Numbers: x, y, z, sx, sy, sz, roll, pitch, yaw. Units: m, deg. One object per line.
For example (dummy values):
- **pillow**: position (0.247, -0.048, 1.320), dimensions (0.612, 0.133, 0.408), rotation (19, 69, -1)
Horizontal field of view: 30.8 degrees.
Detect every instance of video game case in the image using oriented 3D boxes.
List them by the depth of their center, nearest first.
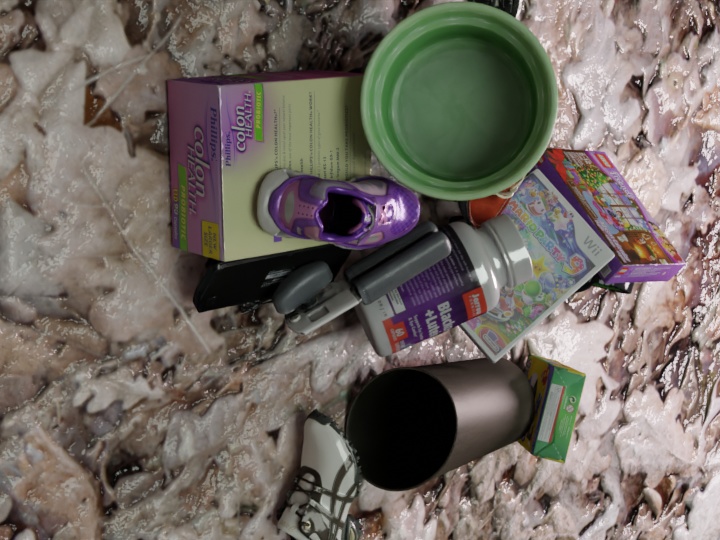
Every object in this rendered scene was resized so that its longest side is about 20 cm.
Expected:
- **video game case**: position (0.185, -0.007, 1.571), dimensions (0.200, 0.018, 0.143), rotation (-40, 84, -10)

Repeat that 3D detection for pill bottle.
- **pill bottle**: position (0.090, 0.011, 1.495), dimensions (0.200, 0.111, 0.112), rotation (-24, 118, -4)

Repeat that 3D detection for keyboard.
- **keyboard**: position (-0.102, 0.001, 1.407), dimensions (0.200, 0.040, 0.104), rotation (-11, 145, -42)

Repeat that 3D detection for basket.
- **basket**: position (0.109, 0.174, 1.581), dimensions (0.200, 0.180, 0.136), rotation (-8, 66, -49)

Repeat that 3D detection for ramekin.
- **ramekin**: position (0.103, -0.171, 1.358), dimensions (0.098, 0.200, 0.201), rotation (-16, 117, -83)

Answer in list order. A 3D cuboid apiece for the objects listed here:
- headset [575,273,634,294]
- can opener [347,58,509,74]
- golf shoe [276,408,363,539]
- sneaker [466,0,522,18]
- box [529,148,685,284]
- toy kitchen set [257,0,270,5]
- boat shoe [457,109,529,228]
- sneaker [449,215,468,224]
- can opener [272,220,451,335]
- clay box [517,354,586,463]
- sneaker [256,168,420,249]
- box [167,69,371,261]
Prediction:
- **headset**: position (0.263, -0.021, 1.690), dimensions (0.200, 0.123, 0.094), rotation (15, 90, -18)
- **can opener**: position (0.074, -0.215, 1.444), dimensions (0.079, 0.200, 0.064), rotation (40, 39, -63)
- **golf shoe**: position (-0.051, 0.261, 1.501), dimensions (0.094, 0.078, 0.200), rotation (-19, 111, -37)
- **sneaker**: position (0.146, -0.256, 1.476), dimensions (0.079, 0.074, 0.201), rotation (-67, 167, -67)
- **box**: position (0.313, -0.072, 1.678), dimensions (0.137, 0.200, 0.039), rotation (-1, 141, -43)
- **toy kitchen set**: position (-0.013, -0.311, 1.347), dimensions (0.200, 0.163, 0.181), rotation (-52, 128, -19)
- **boat shoe**: position (0.160, -0.120, 1.481), dimensions (0.071, 0.063, 0.200), rotation (-2, 133, -21)
- **sneaker**: position (0.122, -0.004, 1.611), dimensions (0.200, 0.075, 0.116), rotation (-31, 91, -14)
- **can opener**: position (0.000, 0.000, 1.408), dimensions (0.200, 0.053, 0.067), rotation (-32, 128, -7)
- **clay box**: position (0.237, 0.174, 1.692), dimensions (0.047, 0.200, 0.115), rotation (14, 90, -4)
- **sneaker**: position (-0.006, -0.057, 1.333), dimensions (0.200, 0.088, 0.081), rotation (1, 98, -43)
- **box**: position (-0.092, -0.115, 1.368), dimensions (0.200, 0.097, 0.176), rotation (-12, 107, -40)
